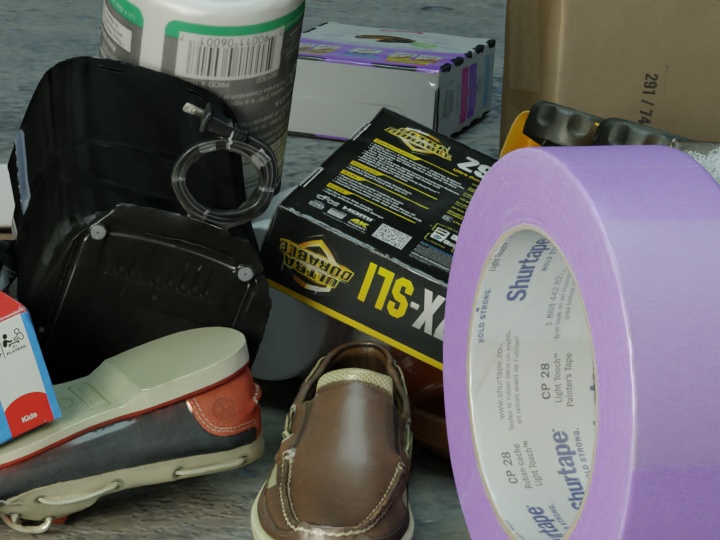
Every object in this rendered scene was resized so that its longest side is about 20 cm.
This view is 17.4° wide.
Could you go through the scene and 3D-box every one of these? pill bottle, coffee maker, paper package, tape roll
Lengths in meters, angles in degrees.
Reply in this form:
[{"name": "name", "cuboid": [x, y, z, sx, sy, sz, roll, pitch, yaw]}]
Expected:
[{"name": "pill bottle", "cuboid": [-0.096, -0.087, 1.333, 0.112, 0.201, 0.113, 7, 33, -5]}, {"name": "coffee maker", "cuboid": [-0.105, -0.025, 1.183, 0.135, 0.192, 0.200, 39, 17, -26]}, {"name": "paper package", "cuboid": [0.204, -0.132, 1.724, 0.189, 0.202, 0.103, -2, 15, -19]}, {"name": "pill bottle", "cuboid": [0.000, 0.000, 1.337, 0.112, 0.113, 0.200, 12, 17, 30]}, {"name": "tape roll", "cuboid": [0.099, 0.048, 0.990, 0.065, 0.202, 0.200, -1, 15, -19]}]

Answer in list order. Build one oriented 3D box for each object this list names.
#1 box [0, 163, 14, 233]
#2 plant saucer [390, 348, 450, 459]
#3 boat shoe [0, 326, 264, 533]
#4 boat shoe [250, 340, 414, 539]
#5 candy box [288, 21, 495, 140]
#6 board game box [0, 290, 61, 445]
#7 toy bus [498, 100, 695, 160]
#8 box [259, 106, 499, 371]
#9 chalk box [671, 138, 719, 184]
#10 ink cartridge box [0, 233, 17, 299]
[{"name": "box", "cuboid": [-0.236, -0.044, 1.499, 0.155, 0.042, 0.200, -1, -2, -22]}, {"name": "plant saucer", "cuboid": [0.105, 0.073, 1.243, 0.199, 0.033, 0.200, 2, 14, -1]}, {"name": "boat shoe", "cuboid": [-0.137, 0.086, 1.067, 0.199, 0.063, 0.071, -19, 26, -19]}, {"name": "boat shoe", "cuboid": [-0.011, 0.082, 1.089, 0.074, 0.075, 0.202, 3, 14, 1]}, {"name": "candy box", "cuboid": [0.016, -0.166, 2.079, 0.167, 0.072, 0.200, 7, 15, 17]}, {"name": "board game box", "cuboid": [-0.266, 0.055, 1.057, 0.195, 0.056, 0.200, -26, 26, -25]}, {"name": "toy bus", "cuboid": [0.190, -0.016, 1.443, 0.191, 0.137, 0.200, 11, 7, -28]}, {"name": "box", "cuboid": [0.065, -0.001, 1.209, 0.199, 0.050, 0.160, 26, 27, 9]}, {"name": "chalk box", "cuboid": [0.230, 0.029, 1.090, 0.199, 0.124, 0.125, 7, 40, 21]}, {"name": "ink cartridge box", "cuboid": [-0.187, -0.013, 1.476, 0.161, 0.051, 0.200, 0, 18, -15]}]
